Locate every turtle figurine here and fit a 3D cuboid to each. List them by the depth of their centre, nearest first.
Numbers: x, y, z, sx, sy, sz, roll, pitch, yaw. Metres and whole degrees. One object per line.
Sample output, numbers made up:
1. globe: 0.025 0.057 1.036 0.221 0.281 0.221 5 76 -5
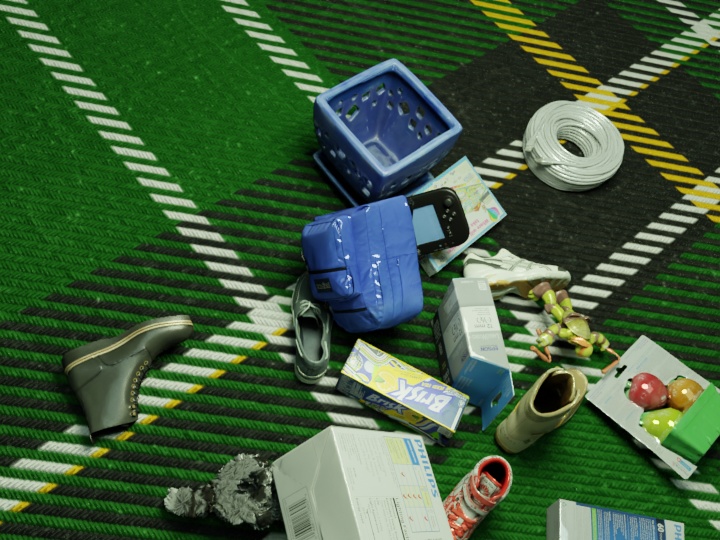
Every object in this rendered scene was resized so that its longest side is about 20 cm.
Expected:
1. turtle figurine: 0.344 0.090 1.368 0.198 0.065 0.162 6 39 -28

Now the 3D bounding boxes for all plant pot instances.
1. plant pot: 0.036 -0.223 1.461 0.199 0.180 0.200 -32 69 -27

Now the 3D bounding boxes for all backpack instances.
1. backpack: 0.000 0.000 1.307 0.166 0.162 0.203 -17 96 -32

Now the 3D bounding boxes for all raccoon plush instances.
1. raccoon plush: -0.161 0.317 1.166 0.198 0.134 0.098 0 69 26

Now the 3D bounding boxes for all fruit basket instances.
1. fruit basket: 0.502 0.223 1.357 0.199 0.094 0.185 36 57 28

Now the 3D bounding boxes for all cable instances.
1. cable: 0.423 -0.247 1.627 0.198 0.069 0.201 21 56 0

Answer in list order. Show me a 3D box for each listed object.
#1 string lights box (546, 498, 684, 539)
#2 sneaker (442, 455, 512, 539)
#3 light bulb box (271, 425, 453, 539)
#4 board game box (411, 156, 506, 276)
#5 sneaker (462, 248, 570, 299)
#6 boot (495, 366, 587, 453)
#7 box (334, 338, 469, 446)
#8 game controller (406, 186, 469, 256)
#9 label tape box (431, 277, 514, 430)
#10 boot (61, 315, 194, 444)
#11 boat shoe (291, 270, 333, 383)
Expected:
1. string lights box: 0.380 0.415 1.214 0.197 0.059 0.104 13 57 -4
2. sneaker: 0.144 0.350 1.174 0.067 0.108 0.201 41 60 14
3. light bulb box: 0.009 0.330 1.095 0.199 0.124 0.200 19 46 -47
4. board game box: 0.158 -0.100 1.474 0.199 0.034 0.135 -37 91 -29
5. sneaker: 0.275 -0.002 1.440 0.197 0.076 0.088 -1 55 -16
6. boot: 0.308 0.194 1.277 0.199 0.156 0.073 -29 67 -27
7. box: 0.065 0.192 1.281 0.198 0.065 0.070 27 57 5
8. game controller: 0.085 -0.073 1.385 0.042 0.198 0.106 -40 113 -63
9. label tape box: 0.173 0.134 1.292 0.065 0.144 0.202 0 59 -12
10. boot: -0.328 0.161 1.217 0.198 0.078 0.139 -23 69 -9
11. boat shoe: -0.075 0.079 1.320 0.072 0.062 0.202 5 58 -9
